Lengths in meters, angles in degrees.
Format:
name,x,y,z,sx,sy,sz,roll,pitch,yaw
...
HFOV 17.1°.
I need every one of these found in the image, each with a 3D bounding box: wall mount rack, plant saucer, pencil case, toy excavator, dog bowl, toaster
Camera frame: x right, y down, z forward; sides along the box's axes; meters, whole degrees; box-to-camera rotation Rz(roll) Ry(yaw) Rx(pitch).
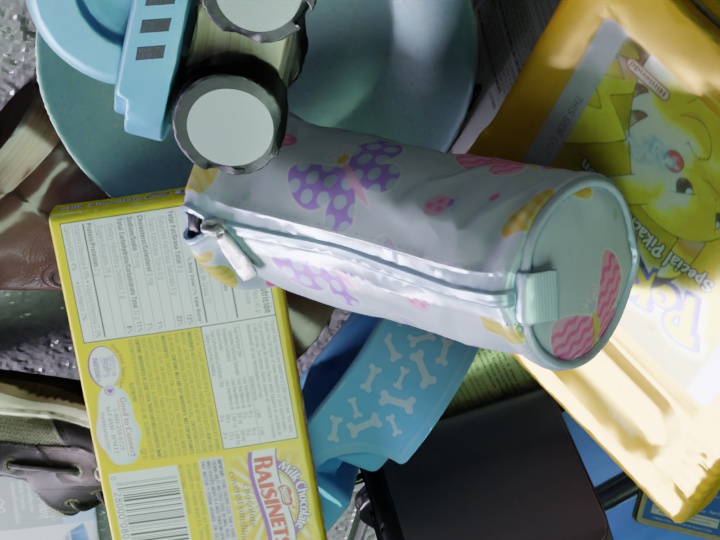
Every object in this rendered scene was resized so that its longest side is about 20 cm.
name,x,y,z,sx,sy,sz,roll,pitch,yaw
wall mount rack,-0.149,0.160,1.331,0.173,0.075,0.200,-5,136,-6
plant saucer,-0.047,-0.105,1.094,0.200,0.039,0.201,-1,123,-1
pencil case,0.018,-0.016,1.014,0.091,0.200,0.083,1,100,-52
toy excavator,-0.110,-0.154,0.986,0.199,0.100,0.195,13,121,-2
dog bowl,-0.012,0.082,1.202,0.050,0.112,0.200,33,116,-9
toaster,0.079,0.178,1.248,0.118,0.200,0.181,-19,121,0

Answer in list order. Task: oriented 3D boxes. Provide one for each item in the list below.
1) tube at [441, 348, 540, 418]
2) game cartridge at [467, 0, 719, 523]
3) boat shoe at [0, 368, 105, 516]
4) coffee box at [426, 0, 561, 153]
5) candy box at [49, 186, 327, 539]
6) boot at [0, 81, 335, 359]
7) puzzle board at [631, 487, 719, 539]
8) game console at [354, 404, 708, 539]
name,x,y,z,sx,sy,sz,roll,pitch,yaw
tube,0.074,0.040,1.273,0.200,0.052,0.058,-23,151,11
game cartridge,0.123,-0.016,1.000,0.032,0.176,0.200,-26,154,-44
boat shoe,-0.144,0.091,1.215,0.200,0.072,0.066,10,96,19
coffee box,0.123,-0.101,1.118,0.114,0.080,0.200,22,127,-29
candy box,-0.078,0.059,1.130,0.102,0.026,0.201,-8,107,1
boot,-0.128,0.024,1.183,0.200,0.064,0.186,33,119,-23
puzzle board,0.251,0.083,1.317,0.199,0.017,0.151,14,92,-23
game console,0.128,0.154,1.346,0.200,0.117,0.176,-31,141,19
